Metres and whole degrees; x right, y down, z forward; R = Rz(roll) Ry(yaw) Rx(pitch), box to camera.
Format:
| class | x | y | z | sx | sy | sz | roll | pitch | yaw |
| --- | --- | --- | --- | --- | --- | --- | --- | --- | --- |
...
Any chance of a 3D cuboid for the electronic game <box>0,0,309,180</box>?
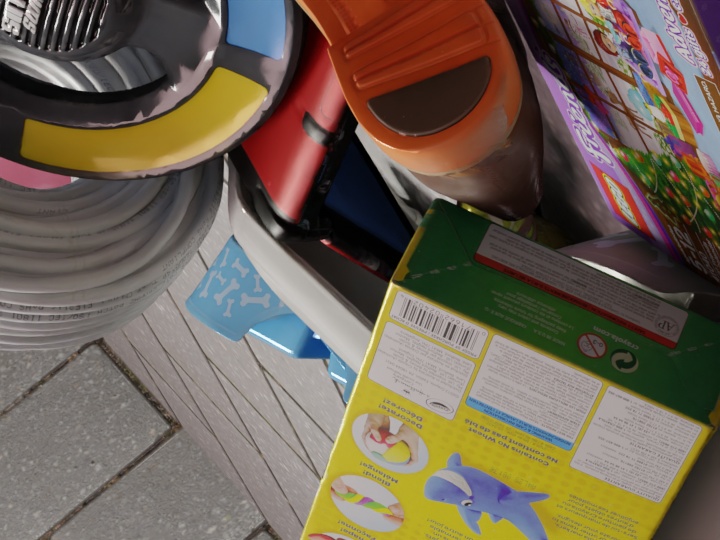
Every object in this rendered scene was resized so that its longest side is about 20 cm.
| class | x | y | z | sx | sy | sz | roll | pitch | yaw |
| --- | --- | --- | --- | --- | --- | --- | --- | --- | --- |
| electronic game | -0.117 | -0.113 | 0.861 | 0.199 | 0.042 | 0.200 | 10 | 135 | 10 |

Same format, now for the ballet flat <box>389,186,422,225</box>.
| class | x | y | z | sx | sy | sz | roll | pitch | yaw |
| --- | --- | --- | --- | --- | --- | --- | --- | --- | --- |
| ballet flat | -0.004 | -0.025 | 1.233 | 0.070 | 0.069 | 0.200 | 56 | 172 | -22 |

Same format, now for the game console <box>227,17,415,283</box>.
| class | x | y | z | sx | sy | sz | roll | pitch | yaw |
| --- | --- | --- | --- | --- | --- | --- | --- | --- | --- |
| game console | -0.015 | -0.104 | 0.968 | 0.200 | 0.118 | 0.173 | 59 | 139 | 37 |

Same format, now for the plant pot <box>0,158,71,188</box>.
| class | x | y | z | sx | sy | sz | roll | pitch | yaw |
| --- | --- | --- | --- | --- | --- | --- | --- | --- | --- |
| plant pot | -0.141 | -0.124 | 1.176 | 0.200 | 0.200 | 0.179 | 53 | 154 | -8 |

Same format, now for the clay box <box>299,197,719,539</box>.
| class | x | y | z | sx | sy | sz | roll | pitch | yaw |
| --- | --- | --- | --- | --- | --- | --- | --- | --- | --- |
| clay box | 0.048 | 0.073 | 0.802 | 0.115 | 0.048 | 0.200 | 25 | 141 | 5 |

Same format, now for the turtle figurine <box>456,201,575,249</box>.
| class | x | y | z | sx | sy | sz | roll | pitch | yaw |
| --- | --- | --- | --- | --- | --- | --- | --- | --- | --- |
| turtle figurine | 0.080 | 0.019 | 1.000 | 0.200 | 0.064 | 0.162 | 84 | 162 | -69 |

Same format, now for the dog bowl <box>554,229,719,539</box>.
| class | x | y | z | sx | sy | sz | roll | pitch | yaw |
| --- | --- | --- | --- | --- | --- | --- | --- | --- | --- |
| dog bowl | 0.121 | 0.074 | 0.839 | 0.200 | 0.059 | 0.201 | 36 | 141 | 36 |

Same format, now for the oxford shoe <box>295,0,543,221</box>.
| class | x | y | z | sx | sy | sz | roll | pitch | yaw |
| --- | --- | --- | --- | --- | --- | --- | --- | --- | --- |
| oxford shoe | 0.013 | -0.098 | 0.784 | 0.073 | 0.071 | 0.200 | 47 | -158 | -51 |

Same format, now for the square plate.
| class | x | y | z | sx | sy | sz | roll | pitch | yaw |
| --- | --- | --- | --- | --- | --- | --- | --- | --- | --- |
| square plate | 0.000 | 0.000 | 1.035 | 0.198 | 0.028 | 0.200 | 45 | -165 | -22 |

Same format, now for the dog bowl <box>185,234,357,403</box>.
| class | x | y | z | sx | sy | sz | roll | pitch | yaw |
| --- | --- | --- | --- | --- | --- | --- | --- | --- | --- |
| dog bowl | -0.004 | 0.035 | 1.278 | 0.200 | 0.050 | 0.111 | 28 | -170 | 27 |

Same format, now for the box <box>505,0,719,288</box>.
| class | x | y | z | sx | sy | sz | roll | pitch | yaw |
| --- | --- | --- | --- | --- | --- | --- | --- | --- | --- |
| box | 0.095 | -0.071 | 0.704 | 0.137 | 0.039 | 0.200 | 40 | 165 | 53 |

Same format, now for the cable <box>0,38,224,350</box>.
| class | x | y | z | sx | sy | sz | roll | pitch | yaw |
| --- | --- | --- | --- | --- | --- | --- | --- | --- | --- |
| cable | -0.157 | -0.059 | 0.983 | 0.200 | 0.200 | 0.069 | 60 | 141 | 20 |
